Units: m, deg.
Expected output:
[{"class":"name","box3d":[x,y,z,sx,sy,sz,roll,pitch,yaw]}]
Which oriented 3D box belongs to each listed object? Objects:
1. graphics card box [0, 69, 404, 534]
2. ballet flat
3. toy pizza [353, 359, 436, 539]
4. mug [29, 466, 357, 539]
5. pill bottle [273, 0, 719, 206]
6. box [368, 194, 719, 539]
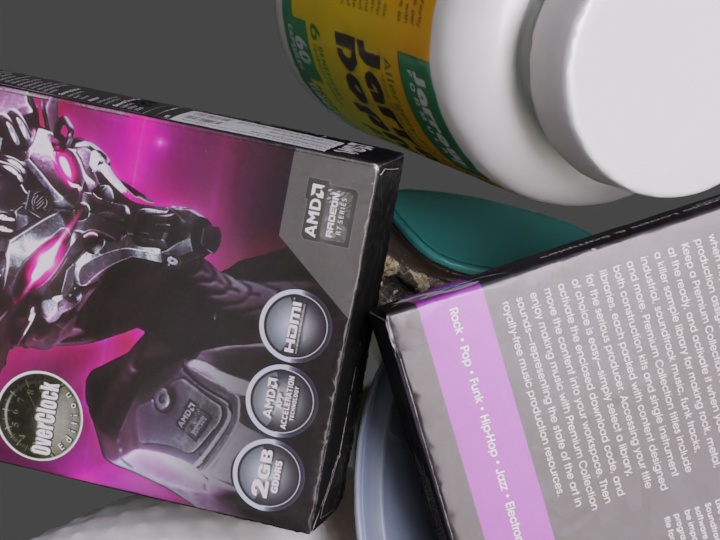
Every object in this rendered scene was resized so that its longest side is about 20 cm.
[{"class":"graphics card box","box3d":[-0.094,0.003,0.977,0.199,0.051,0.126,13,98,9]},{"class":"ballet flat","box3d":[0.000,0.000,1.077,0.200,0.068,0.075,14,116,-35]},{"class":"toy pizza","box3d":[0.064,0.103,1.038,0.200,0.032,0.201,22,58,-39]},{"class":"mug","box3d":[-0.038,0.162,1.025,0.175,0.200,0.148,-25,145,-26]},{"class":"pill bottle","box3d":[0.058,-0.084,1.005,0.112,0.200,0.113,-7,105,-25]},{"class":"box","box3d":[0.117,0.050,0.963,0.199,0.036,0.143,-17,98,-9]}]
